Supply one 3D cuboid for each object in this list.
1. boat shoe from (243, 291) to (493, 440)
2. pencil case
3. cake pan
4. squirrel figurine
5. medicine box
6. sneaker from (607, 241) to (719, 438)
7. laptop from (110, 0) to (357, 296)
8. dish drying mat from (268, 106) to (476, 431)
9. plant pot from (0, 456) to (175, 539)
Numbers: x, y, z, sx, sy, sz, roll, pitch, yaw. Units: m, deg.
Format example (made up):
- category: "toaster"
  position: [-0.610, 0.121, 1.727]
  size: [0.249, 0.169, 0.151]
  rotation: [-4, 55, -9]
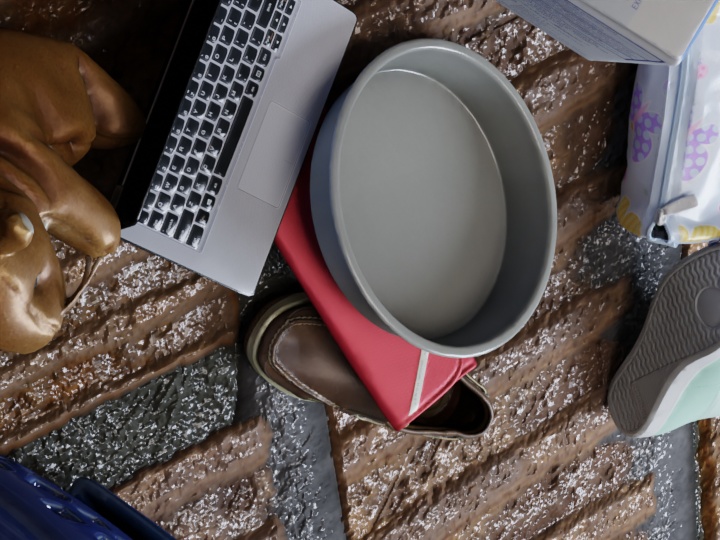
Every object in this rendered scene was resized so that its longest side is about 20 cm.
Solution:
- category: "boat shoe"
  position: [0.015, 0.067, 1.485]
  size: [0.202, 0.075, 0.075]
  rotation: [17, 100, -45]
- category: "pencil case"
  position: [0.224, -0.117, 1.561]
  size: [0.091, 0.083, 0.200]
  rotation: [-28, 130, -48]
- category: "cake pan"
  position: [0.044, -0.044, 1.422]
  size: [0.200, 0.037, 0.201]
  rotation: [8, 78, -42]
- category: "squirrel figurine"
  position: [-0.208, -0.051, 1.134]
  size: [0.141, 0.187, 0.200]
  rotation: [-26, 122, 16]
- category: "medicine box"
  position: [0.169, -0.225, 1.362]
  size: [0.103, 0.200, 0.182]
  rotation: [31, 91, -12]
- category: "sneaker"
  position: [0.270, 0.041, 1.664]
  size: [0.118, 0.074, 0.201]
  rotation: [-10, 147, -34]
- category: "laptop"
  position: [-0.061, -0.090, 1.282]
  size: [0.200, 0.116, 0.188]
  rotation: [26, 83, -46]
- category: "dish drying mat"
  position: [0.000, 0.000, 1.425]
  size: [0.077, 0.018, 0.200]
  rotation: [-38, 110, -19]
- category: "plant pot"
  position: [-0.183, 0.227, 1.310]
  size: [0.180, 0.200, 0.200]
  rotation: [13, 104, -51]
